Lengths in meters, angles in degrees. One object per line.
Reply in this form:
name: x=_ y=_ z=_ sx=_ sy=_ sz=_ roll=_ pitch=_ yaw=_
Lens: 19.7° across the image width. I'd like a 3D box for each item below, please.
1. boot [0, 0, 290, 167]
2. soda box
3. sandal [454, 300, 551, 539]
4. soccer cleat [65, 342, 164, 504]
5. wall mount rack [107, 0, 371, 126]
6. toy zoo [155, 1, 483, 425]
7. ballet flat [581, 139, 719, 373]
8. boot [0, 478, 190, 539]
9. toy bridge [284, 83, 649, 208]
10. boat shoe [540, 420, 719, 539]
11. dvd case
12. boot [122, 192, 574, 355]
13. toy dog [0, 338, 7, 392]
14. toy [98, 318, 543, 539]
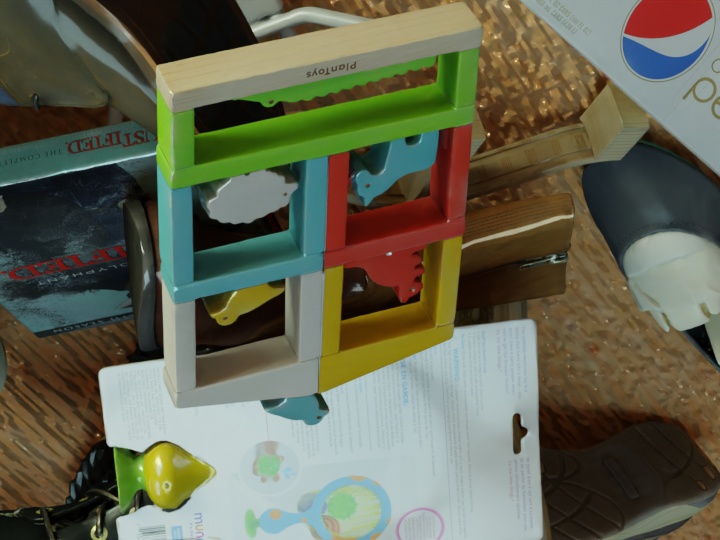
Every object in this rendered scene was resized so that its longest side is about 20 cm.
boot: x=-0.112 y=-0.094 z=0.837 sx=0.097 sy=0.075 sz=0.200 roll=-13 pitch=131 yaw=32
soda box: x=0.139 y=-0.102 z=0.926 sx=0.200 sy=0.068 sz=0.064 roll=35 pitch=100 yaw=-34
sandal: x=0.043 y=0.088 z=1.027 sx=0.069 sy=0.213 sz=0.078 roll=5 pitch=164 yaw=-27
soccer cleat: x=-0.096 y=0.089 z=1.120 sx=0.073 sy=0.068 sz=0.200 roll=-1 pitch=141 yaw=-32
wall mount rack: x=-0.056 y=-0.129 z=0.887 sx=0.173 sy=0.075 sz=0.200 roll=-18 pitch=135 yaw=14
toy zoo: x=-0.019 y=-0.012 z=0.858 sx=0.131 sy=0.020 sz=0.201 roll=-14 pitch=135 yaw=-17
ballet flat: x=0.180 y=0.012 z=1.056 sx=0.073 sy=0.073 sz=0.200 roll=-29 pitch=131 yaw=22
boot: x=-0.118 y=0.111 z=1.023 sx=0.203 sy=0.074 sz=0.154 roll=16 pitch=120 yaw=-31
toy bridge: x=0.035 y=-0.054 z=0.964 sx=0.199 sy=0.027 sz=0.067 roll=-7 pitch=155 yaw=-27
boat shoe: x=0.111 y=0.140 z=1.138 sx=0.199 sy=0.075 sz=0.073 roll=-6 pitch=138 yaw=-32
dvd case: x=-0.116 y=-0.018 z=0.979 sx=0.145 sy=0.022 sz=0.200 roll=-11 pitch=161 yaw=5
boot: x=0.000 y=0.000 z=0.938 sx=0.199 sy=0.069 sz=0.188 roll=-10 pitch=158 yaw=4
toy dog: x=-0.275 y=0.053 z=1.031 sx=0.199 sy=0.140 sz=0.195 roll=-4 pitch=105 yaw=0
toy: x=-0.018 y=0.079 z=0.969 sx=0.199 sy=0.047 sz=0.116 roll=-7 pitch=113 yaw=-8
